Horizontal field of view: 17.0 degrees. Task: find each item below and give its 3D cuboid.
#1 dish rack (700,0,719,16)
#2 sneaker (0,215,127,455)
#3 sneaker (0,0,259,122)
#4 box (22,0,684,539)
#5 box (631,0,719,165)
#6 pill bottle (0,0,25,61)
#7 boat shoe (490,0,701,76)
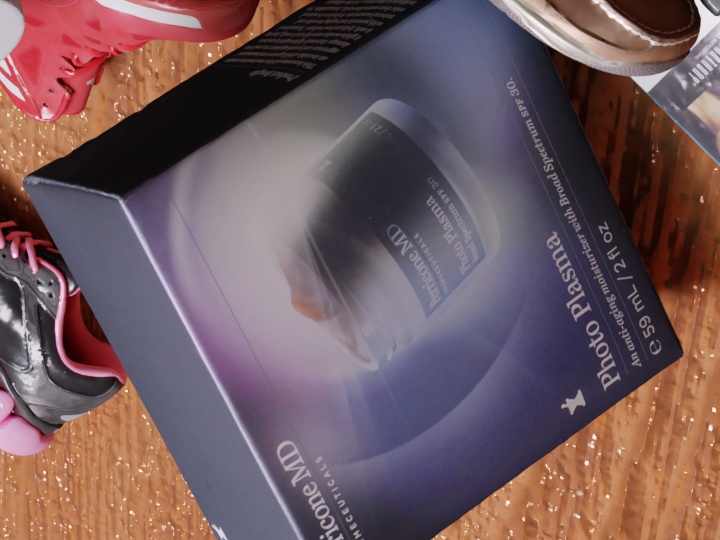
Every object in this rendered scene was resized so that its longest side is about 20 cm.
[{"bbox_3d":[0.230,-0.094,0.871,0.200,0.055,0.153,43,117,-1],"label":"dish rack"},{"bbox_3d":[-0.193,-0.001,1.298,0.095,0.079,0.200,-23,108,22],"label":"sneaker"},{"bbox_3d":[-0.116,-0.121,1.147,0.200,0.078,0.116,26,144,36],"label":"sneaker"},{"bbox_3d":[0.000,0.000,1.023,0.123,0.198,0.201,15,135,63],"label":"box"},{"bbox_3d":[0.134,-0.114,0.965,0.200,0.049,0.082,45,137,1],"label":"box"},{"bbox_3d":[-0.224,-0.184,1.082,0.113,0.113,0.201,-41,64,47],"label":"pill bottle"},{"bbox_3d":[0.061,-0.160,0.892,0.200,0.076,0.072,52,135,9],"label":"boat shoe"}]
